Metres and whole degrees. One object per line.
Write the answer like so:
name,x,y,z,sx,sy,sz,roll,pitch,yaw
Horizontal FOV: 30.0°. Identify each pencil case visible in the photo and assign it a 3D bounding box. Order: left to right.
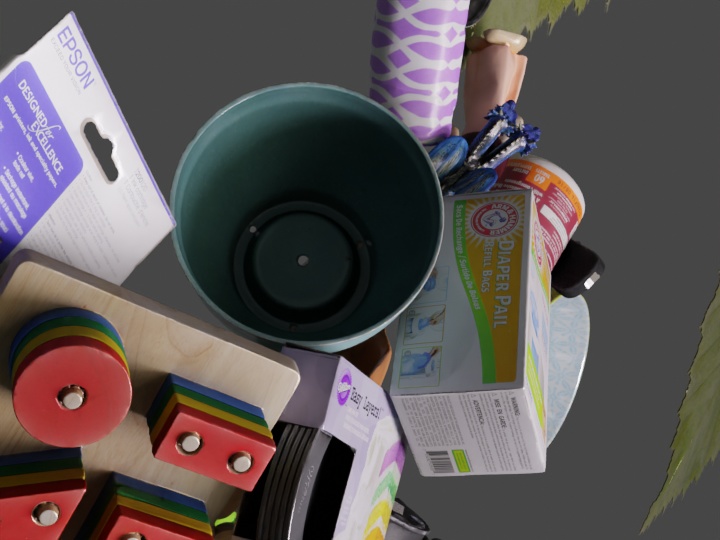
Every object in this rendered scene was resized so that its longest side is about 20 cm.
pencil case,0.053,-0.209,1.167,0.086,0.083,0.202,-52,152,-69

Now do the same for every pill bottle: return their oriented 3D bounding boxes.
pill bottle,0.143,-0.014,1.387,0.201,0.109,0.110,-56,147,-25

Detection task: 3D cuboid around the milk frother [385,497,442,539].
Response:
milk frother,0.010,0.310,1.240,0.189,0.199,0.180,-58,159,1

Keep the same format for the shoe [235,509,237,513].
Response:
shoe,-0.104,0.244,1.180,0.201,0.053,0.070,-54,146,-27

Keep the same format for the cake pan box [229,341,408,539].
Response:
cake pan box,-0.028,0.164,0.957,0.200,0.052,0.186,48,53,-64

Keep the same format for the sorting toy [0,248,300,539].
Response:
sorting toy,-0.162,0.119,0.831,0.197,0.070,0.201,24,107,-25

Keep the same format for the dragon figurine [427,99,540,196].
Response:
dragon figurine,0.079,-0.077,1.172,0.200,0.059,0.100,-39,173,-37

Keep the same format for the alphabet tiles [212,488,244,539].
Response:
alphabet tiles,-0.170,0.181,0.910,0.199,0.015,0.196,32,102,-23

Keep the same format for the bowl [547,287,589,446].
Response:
bowl,0.162,0.102,1.486,0.200,0.107,0.202,-36,135,-45

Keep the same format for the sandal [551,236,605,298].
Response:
sandal,0.214,-0.009,1.457,0.075,0.200,0.045,-43,114,5

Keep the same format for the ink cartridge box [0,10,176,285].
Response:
ink cartridge box,-0.220,-0.030,0.846,0.200,0.043,0.199,-51,144,-27

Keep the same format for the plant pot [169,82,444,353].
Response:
plant pot,-0.042,-0.022,1.026,0.201,0.199,0.134,-60,174,-18

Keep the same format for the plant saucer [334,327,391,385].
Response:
plant saucer,-0.025,0.128,1.126,0.201,0.037,0.200,-60,171,-16

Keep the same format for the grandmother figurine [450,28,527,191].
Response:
grandmother figurine,0.118,-0.124,1.278,0.060,0.121,0.202,11,82,-17

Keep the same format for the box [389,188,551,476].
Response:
box,0.092,0.046,1.060,0.113,0.100,0.201,69,22,-45

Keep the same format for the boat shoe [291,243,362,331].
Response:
boat shoe,0.000,0.000,1.197,0.200,0.072,0.073,-52,145,-30

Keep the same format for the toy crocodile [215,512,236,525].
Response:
toy crocodile,-0.115,0.174,1.129,0.201,0.061,0.068,-59,148,-12

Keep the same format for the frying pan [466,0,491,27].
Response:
frying pan,0.115,-0.316,1.251,0.191,0.031,0.115,-65,150,-18
